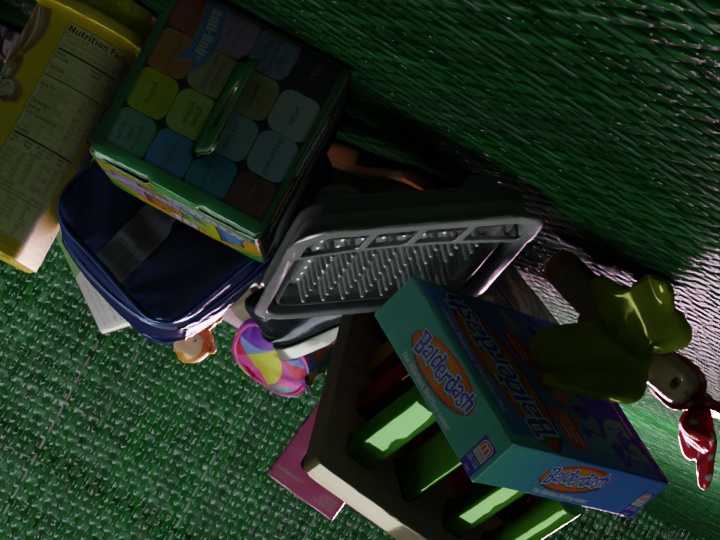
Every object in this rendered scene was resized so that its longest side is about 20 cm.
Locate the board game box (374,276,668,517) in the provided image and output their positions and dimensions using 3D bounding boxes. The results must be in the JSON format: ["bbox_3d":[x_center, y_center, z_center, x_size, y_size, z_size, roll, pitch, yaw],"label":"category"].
[{"bbox_3d":[0.115,0.091,1.562,0.200,0.045,0.152,17,-145,-50],"label":"board game box"}]

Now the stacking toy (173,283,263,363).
[{"bbox_3d":[-0.106,-0.012,1.897,0.116,0.200,0.110,27,175,19],"label":"stacking toy"}]

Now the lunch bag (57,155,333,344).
[{"bbox_3d":[-0.110,-0.051,1.575,0.136,0.200,0.132,47,172,1],"label":"lunch bag"}]

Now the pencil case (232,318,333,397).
[{"bbox_3d":[-0.026,0.026,1.922,0.088,0.200,0.088,22,136,23],"label":"pencil case"}]

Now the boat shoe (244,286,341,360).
[{"bbox_3d":[0.000,0.000,1.734,0.062,0.200,0.075,52,-151,-21],"label":"boat shoe"}]

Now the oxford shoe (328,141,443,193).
[{"bbox_3d":[0.023,-0.037,1.662,0.200,0.073,0.071,23,172,45],"label":"oxford shoe"}]

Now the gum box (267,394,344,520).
[{"bbox_3d":[-0.016,0.138,1.847,0.066,0.114,0.200,35,178,2],"label":"gum box"}]

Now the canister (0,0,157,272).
[{"bbox_3d":[-0.226,-0.105,1.600,0.086,0.200,0.149,27,175,2],"label":"canister"}]

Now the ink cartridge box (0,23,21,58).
[{"bbox_3d":[-0.300,-0.162,2.108,0.200,0.084,0.145,26,175,29],"label":"ink cartridge box"}]

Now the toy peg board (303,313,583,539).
[{"bbox_3d":[0.080,0.108,1.623,0.200,0.199,0.098,38,128,-19],"label":"toy peg board"}]

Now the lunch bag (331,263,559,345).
[{"bbox_3d":[0.086,0.053,1.842,0.168,0.139,0.200,33,177,28],"label":"lunch bag"}]

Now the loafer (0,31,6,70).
[{"bbox_3d":[-0.329,-0.182,1.835,0.070,0.070,0.200,-8,148,-7],"label":"loafer"}]

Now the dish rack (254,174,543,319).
[{"bbox_3d":[0.019,-0.017,1.516,0.171,0.044,0.200,-5,163,-14],"label":"dish rack"}]

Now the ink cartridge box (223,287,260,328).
[{"bbox_3d":[-0.128,-0.039,2.064,0.084,0.146,0.200,27,174,40],"label":"ink cartridge box"}]

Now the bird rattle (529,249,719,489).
[{"bbox_3d":[0.208,0.053,1.603,0.200,0.113,0.163,29,-163,-40],"label":"bird rattle"}]

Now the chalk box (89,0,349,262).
[{"bbox_3d":[-0.088,-0.094,1.412,0.124,0.125,0.200,28,174,2],"label":"chalk box"}]

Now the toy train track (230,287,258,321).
[{"bbox_3d":[-0.130,-0.053,1.843,0.200,0.115,0.033,67,-162,6],"label":"toy train track"}]

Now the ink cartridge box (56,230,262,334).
[{"bbox_3d":[-0.139,-0.035,1.788,0.117,0.200,0.067,66,-152,-12],"label":"ink cartridge box"}]
